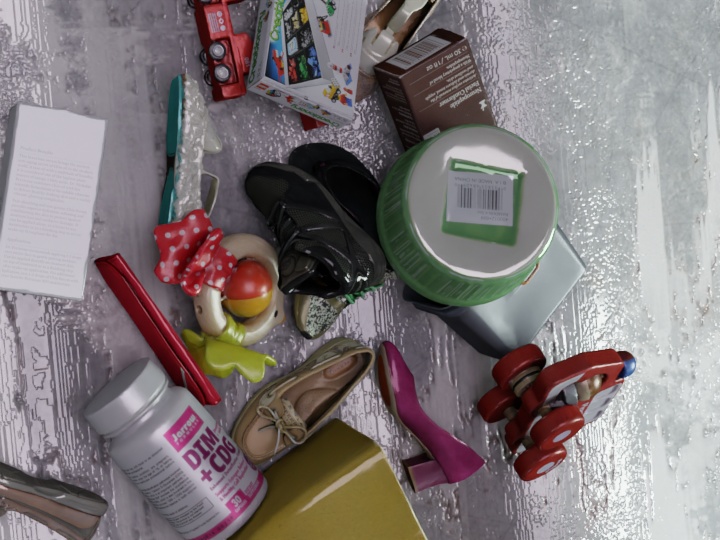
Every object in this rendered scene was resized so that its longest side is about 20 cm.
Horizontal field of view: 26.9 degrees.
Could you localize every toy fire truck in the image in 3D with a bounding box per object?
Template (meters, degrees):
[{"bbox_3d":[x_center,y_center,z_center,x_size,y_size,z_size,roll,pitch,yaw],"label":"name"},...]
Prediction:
[{"bbox_3d":[-0.112,-0.253,1.730,0.140,0.049,0.201,-14,95,-21],"label":"toy fire truck"},{"bbox_3d":[0.245,0.151,1.801,0.167,0.200,0.112,-22,63,-23],"label":"toy fire truck"}]

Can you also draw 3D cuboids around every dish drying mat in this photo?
[{"bbox_3d":[-0.228,0.069,1.673,0.018,0.077,0.201,-39,104,-24],"label":"dish drying mat"}]

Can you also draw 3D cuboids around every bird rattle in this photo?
[{"bbox_3d":[-0.153,0.022,1.691,0.163,0.112,0.201,-28,108,-46],"label":"bird rattle"}]

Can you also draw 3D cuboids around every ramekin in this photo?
[{"bbox_3d":[0.123,-0.066,1.669,0.199,0.098,0.201,2,80,-10],"label":"ramekin"}]

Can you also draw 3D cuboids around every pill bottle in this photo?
[{"bbox_3d":[-0.205,0.201,1.663,0.113,0.113,0.200,-44,105,-15],"label":"pill bottle"}]

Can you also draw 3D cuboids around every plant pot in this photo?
[{"bbox_3d":[-0.046,0.312,1.693,0.199,0.194,0.196,-29,101,-12],"label":"plant pot"}]

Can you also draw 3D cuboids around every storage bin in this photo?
[{"bbox_3d":[0.177,0.008,1.804,0.134,0.145,0.200,45,75,-26],"label":"storage bin"}]

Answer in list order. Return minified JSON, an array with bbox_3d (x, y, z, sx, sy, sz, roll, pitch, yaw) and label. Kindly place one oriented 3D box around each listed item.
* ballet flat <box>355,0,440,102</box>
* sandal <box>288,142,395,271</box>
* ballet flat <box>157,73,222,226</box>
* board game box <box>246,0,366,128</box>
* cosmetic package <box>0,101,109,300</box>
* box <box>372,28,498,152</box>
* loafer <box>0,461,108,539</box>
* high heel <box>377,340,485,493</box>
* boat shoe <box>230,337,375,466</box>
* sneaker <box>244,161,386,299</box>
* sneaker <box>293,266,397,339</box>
[{"bbox_3d":[0.033,-0.285,1.775,0.068,0.067,0.200,36,78,-10],"label":"ballet flat"},{"bbox_3d":[-0.003,-0.085,1.728,0.075,0.048,0.200,-42,72,-15],"label":"sandal"},{"bbox_3d":[-0.190,-0.119,1.694,0.071,0.072,0.201,4,97,-21],"label":"ballet flat"},{"bbox_3d":[-0.056,-0.275,1.714,0.126,0.035,0.201,21,63,-30],"label":"board game box"},{"bbox_3d":[-0.341,-0.073,1.631,0.101,0.071,0.201,10,87,-21],"label":"cosmetic package"},{"bbox_3d":[0.101,-0.170,1.771,0.100,0.075,0.201,-32,120,-15],"label":"box"},{"bbox_3d":[-0.373,0.249,1.626,0.199,0.072,0.063,22,90,-23],"label":"loafer"},{"bbox_3d":[0.082,0.164,1.798,0.096,0.067,0.201,-19,112,-10],"label":"high heel"},{"bbox_3d":[-0.068,0.150,1.743,0.200,0.063,0.073,-44,105,-15],"label":"boat shoe"},{"bbox_3d":[-0.073,-0.043,1.684,0.199,0.076,0.114,46,39,16],"label":"sneaker"},{"bbox_3d":[0.000,0.000,1.744,0.200,0.088,0.077,-53,129,-12],"label":"sneaker"}]
